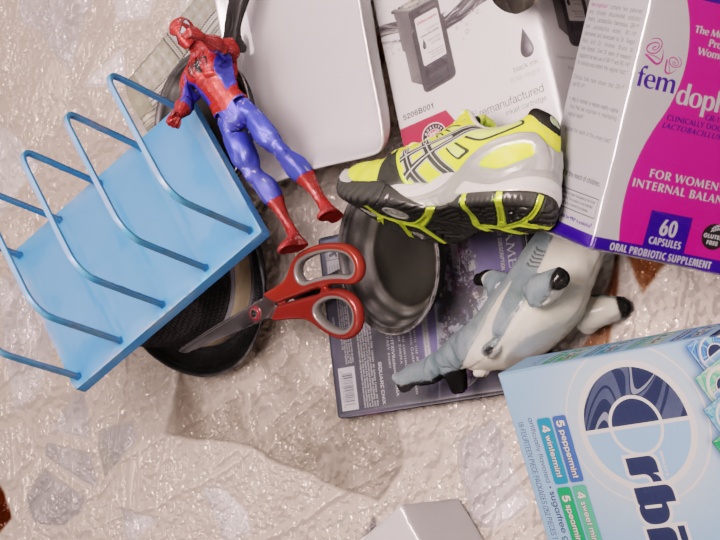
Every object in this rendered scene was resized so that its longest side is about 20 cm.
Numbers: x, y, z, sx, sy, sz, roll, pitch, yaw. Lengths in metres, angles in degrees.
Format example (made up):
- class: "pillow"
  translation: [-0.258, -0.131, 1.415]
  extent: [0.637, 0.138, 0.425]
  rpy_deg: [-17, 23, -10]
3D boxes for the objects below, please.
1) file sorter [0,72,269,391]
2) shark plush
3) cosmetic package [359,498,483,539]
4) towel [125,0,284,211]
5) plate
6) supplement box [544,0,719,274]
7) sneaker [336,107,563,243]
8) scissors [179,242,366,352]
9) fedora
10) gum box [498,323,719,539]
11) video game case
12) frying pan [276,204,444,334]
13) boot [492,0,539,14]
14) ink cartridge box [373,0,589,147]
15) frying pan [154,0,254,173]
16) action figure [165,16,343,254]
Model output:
- class: "file sorter"
  translation: [-0.200, -0.031, 1.534]
  extent: [0.200, 0.123, 0.139]
  rpy_deg: [-39, 61, 16]
- class: "shark plush"
  translation: [0.109, 0.029, 1.457]
  extent: [0.200, 0.091, 0.083]
  rpy_deg: [-47, 49, 34]
- class: "cosmetic package"
  translation: [0.065, 0.278, 1.479]
  extent: [0.113, 0.081, 0.200]
  rpy_deg: [-44, 61, 30]
- class: "towel"
  translation: [-0.105, -0.148, 1.662]
  extent: [0.200, 0.034, 0.193]
  rpy_deg: [-48, 61, 29]
- class: "plate"
  translation: [-0.042, -0.174, 1.539]
  extent: [0.200, 0.032, 0.200]
  rpy_deg: [-11, 87, 56]
- class: "supplement box"
  translation: [0.199, -0.109, 1.337]
  extent: [0.103, 0.101, 0.201]
  rpy_deg: [-149, 70, -72]
- class: "sneaker"
  translation: [0.066, -0.066, 1.401]
  extent: [0.200, 0.075, 0.077]
  rpy_deg: [1, 69, 45]
- class: "scissors"
  translation: [-0.071, 0.022, 1.563]
  extent: [0.200, 0.014, 0.073]
  rpy_deg: [-7, 95, 40]
- class: "fedora"
  translation: [-0.168, 0.007, 1.647]
  extent: [0.200, 0.091, 0.201]
  rpy_deg: [18, 116, 43]
- class: "gum box"
  translation: [0.205, 0.129, 1.360]
  extent: [0.200, 0.045, 0.171]
  rpy_deg: [-12, 97, 39]
- class: "video game case"
  translation: [0.054, 0.030, 1.534]
  extent: [0.200, 0.019, 0.143]
  rpy_deg: [-12, 82, 38]
- class: "frying pan"
  translation: [0.008, 0.013, 1.532]
  extent: [0.115, 0.031, 0.190]
  rpy_deg: [60, 137, 26]
- class: "boot"
  translation: [0.131, -0.289, 1.362]
  extent: [0.073, 0.150, 0.201]
  rpy_deg: [8, 118, 66]
- class: "ink cartridge box"
  translation: [0.092, -0.173, 1.464]
  extent: [0.145, 0.083, 0.201]
  rpy_deg: [-21, 77, 39]
- class: "frying pan"
  translation: [-0.118, -0.153, 1.595]
  extent: [0.115, 0.031, 0.191]
  rpy_deg: [4, 89, 45]
- class: "action figure"
  translation: [-0.100, -0.110, 1.505]
  extent: [0.065, 0.099, 0.200]
  rpy_deg: [-38, 72, 21]
